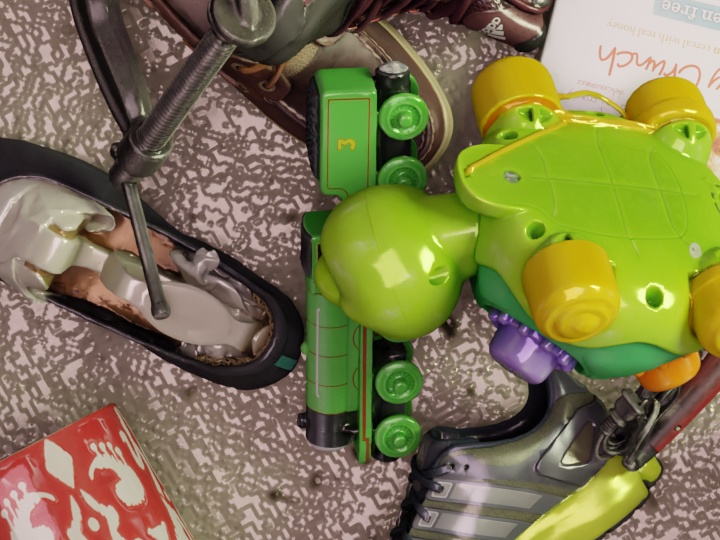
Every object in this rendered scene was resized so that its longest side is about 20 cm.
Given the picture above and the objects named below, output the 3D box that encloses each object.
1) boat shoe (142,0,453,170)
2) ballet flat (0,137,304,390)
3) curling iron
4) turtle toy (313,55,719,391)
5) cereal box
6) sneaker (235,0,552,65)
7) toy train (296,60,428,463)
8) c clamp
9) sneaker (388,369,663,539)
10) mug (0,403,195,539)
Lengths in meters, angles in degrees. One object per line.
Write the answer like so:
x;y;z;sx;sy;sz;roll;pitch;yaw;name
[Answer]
-0.045;-0.110;1.141;0.200;0.072;0.072;43;107;-1;boat shoe
-0.117;-0.004;1.158;0.200;0.073;0.073;28;94;-1;ballet flat
0.182;0.019;1.133;0.200;0.050;0.026;-41;69;-7;curling iron
0.080;-0.009;1.079;0.199;0.146;0.101;5;137;-20;turtle toy
0.148;-0.070;1.165;0.143;0.040;0.201;13;94;-1;cereal box
0.031;-0.127;1.105;0.116;0.076;0.200;47;49;-13;sneaker
0.000;0.000;1.139;0.056;0.042;0.201;-3;116;-8;toy train
-0.080;-0.099;1.067;0.027;0.200;0.171;-12;68;-27;c clamp
0.039;0.119;1.154;0.200;0.074;0.081;-37;101;-12;sneaker
-0.116;0.173;1.123;0.133;0.178;0.200;-27;89;8;mug
